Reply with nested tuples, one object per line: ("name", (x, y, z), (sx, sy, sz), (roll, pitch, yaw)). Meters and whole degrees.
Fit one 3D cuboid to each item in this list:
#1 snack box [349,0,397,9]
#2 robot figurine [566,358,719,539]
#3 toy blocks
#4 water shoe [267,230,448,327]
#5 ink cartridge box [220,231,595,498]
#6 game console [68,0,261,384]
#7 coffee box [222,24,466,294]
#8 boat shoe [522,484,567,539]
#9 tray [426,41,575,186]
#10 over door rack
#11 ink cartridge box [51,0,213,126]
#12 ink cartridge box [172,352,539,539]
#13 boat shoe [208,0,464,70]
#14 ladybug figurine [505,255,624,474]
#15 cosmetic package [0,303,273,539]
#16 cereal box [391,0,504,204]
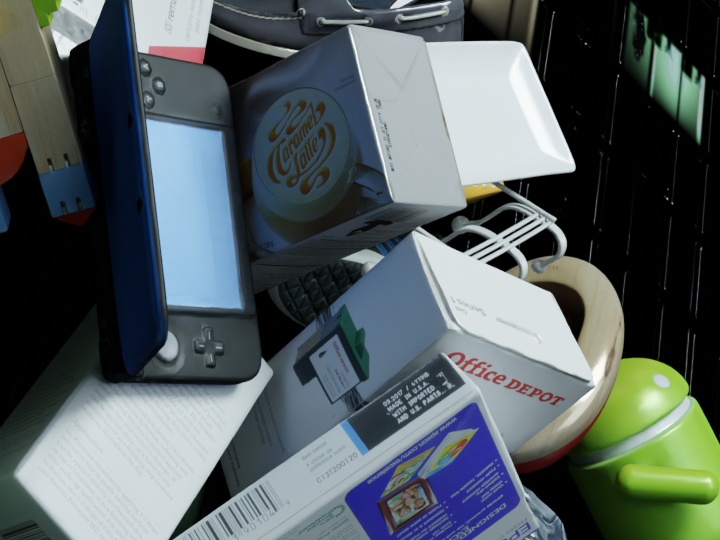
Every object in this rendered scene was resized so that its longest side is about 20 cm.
("snack box", (-0.009, -0.300, 1.383), (0.169, 0.068, 0.200), (42, 41, -11))
("robot figurine", (0.229, 0.158, 1.445), (0.201, 0.115, 0.175), (62, 12, -5))
("toy blocks", (-0.230, -0.074, 0.987), (0.100, 0.199, 0.137), (-108, -177, -70))
("water shoe", (0.000, 0.000, 1.306), (0.199, 0.072, 0.079), (14, 35, -44))
("ink cartridge box", (0.026, 0.082, 1.162), (0.146, 0.200, 0.085), (23, 35, -43))
("game console", (-0.096, -0.044, 1.031), (0.170, 0.118, 0.201), (5, 74, -48))
("coffee box", (-0.043, -0.063, 1.158), (0.080, 0.199, 0.115), (0, 73, -51))
("boat shoe", (0.137, 0.244, 1.331), (0.201, 0.071, 0.091), (55, 44, -14))
("tray", (0.071, -0.106, 1.271), (0.200, 0.022, 0.108), (-10, 73, -50))
("over door rack", (0.034, -0.053, 1.270), (0.200, 0.067, 0.148), (45, 31, 12))
("ink cartridge box", (-0.193, -0.169, 1.125), (0.200, 0.084, 0.145), (31, 52, -37))
("ink cartridge box", (0.003, 0.160, 1.102), (0.043, 0.198, 0.200), (51, -7, 35))
("boat shoe", (-0.021, -0.183, 1.290), (0.199, 0.063, 0.073), (8, 24, -14))
("ladybug figurine", (0.130, 0.078, 1.366), (0.200, 0.135, 0.072), (-63, 146, -36))
("cosmetic package", (-0.142, 0.095, 1.071), (0.102, 0.071, 0.200), (52, 41, -18))
("cereal box", (0.028, -0.141, 1.408), (0.144, 0.039, 0.201), (-16, 86, -49))
